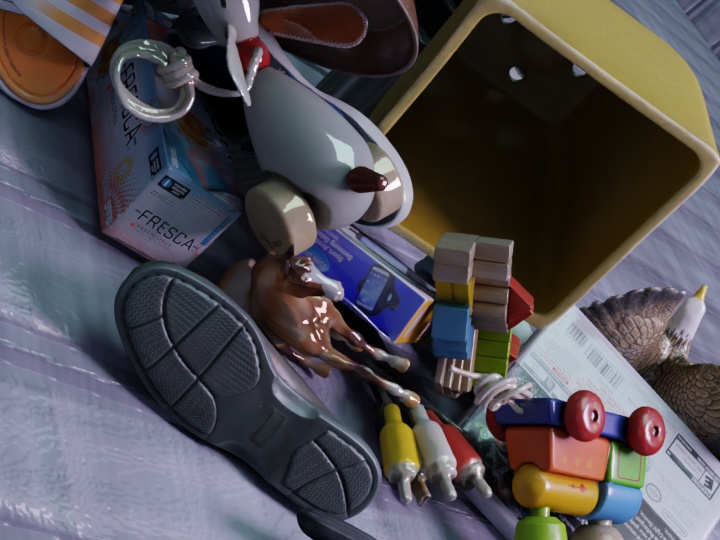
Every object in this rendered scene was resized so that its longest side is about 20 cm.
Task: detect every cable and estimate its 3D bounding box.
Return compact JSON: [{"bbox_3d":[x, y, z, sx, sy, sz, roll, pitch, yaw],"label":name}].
[{"bbox_3d":[0.031,0.080,0.967,0.097,0.050,0.201,6,47,-36],"label":"cable"}]

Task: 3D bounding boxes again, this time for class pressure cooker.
[{"bbox_3d":[0.076,-0.153,1.226,0.179,0.200,0.176,43,21,-11],"label":"pressure cooker"}]

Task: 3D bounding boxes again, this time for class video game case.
[{"bbox_3d":[0.171,0.148,1.041,0.200,0.023,0.182,47,54,-2],"label":"video game case"}]

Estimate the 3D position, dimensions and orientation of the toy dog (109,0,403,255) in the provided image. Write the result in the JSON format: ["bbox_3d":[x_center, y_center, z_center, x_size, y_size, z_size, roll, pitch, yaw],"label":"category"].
[{"bbox_3d":[-0.040,-0.101,0.840,0.200,0.096,0.132,46,63,-17],"label":"toy dog"}]

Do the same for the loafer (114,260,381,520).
[{"bbox_3d":[-0.070,0.069,0.826,0.200,0.072,0.063,47,3,-19],"label":"loafer"}]

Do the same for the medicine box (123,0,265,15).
[{"bbox_3d":[-0.136,-0.281,0.998,0.199,0.183,0.103,8,0,-24],"label":"medicine box"}]

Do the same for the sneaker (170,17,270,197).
[{"bbox_3d":[-0.068,-0.115,1.068,0.104,0.075,0.200,7,37,-53],"label":"sneaker"}]

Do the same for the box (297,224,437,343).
[{"bbox_3d":[0.000,0.000,0.965,0.119,0.042,0.200,38,2,9],"label":"box"}]

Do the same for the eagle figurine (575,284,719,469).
[{"bbox_3d":[0.244,0.076,1.151,0.200,0.151,0.152,-33,122,-77],"label":"eagle figurine"}]

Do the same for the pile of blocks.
[{"bbox_3d":[0.085,0.041,0.957,0.200,0.062,0.082,73,26,-65],"label":"pile of blocks"}]

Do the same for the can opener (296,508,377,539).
[{"bbox_3d":[0.033,0.199,0.808,0.200,0.078,0.064,31,67,-28],"label":"can opener"}]

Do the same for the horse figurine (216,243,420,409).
[{"bbox_3d":[-0.041,0.029,0.873,0.132,0.050,0.200,35,-8,-24],"label":"horse figurine"}]

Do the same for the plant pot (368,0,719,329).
[{"bbox_3d":[0.125,-0.121,1.028,0.194,0.196,0.200,34,36,-11],"label":"plant pot"}]

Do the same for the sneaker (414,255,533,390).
[{"bbox_3d":[0.095,0.073,1.106,0.082,0.074,0.201,-13,67,-17],"label":"sneaker"}]

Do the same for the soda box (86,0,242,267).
[{"bbox_3d":[-0.134,-0.093,0.938,0.063,0.068,0.200,32,27,-36],"label":"soda box"}]

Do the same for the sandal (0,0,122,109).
[{"bbox_3d":[-0.180,-0.205,0.895,0.079,0.208,0.059,24,-6,-22],"label":"sandal"}]

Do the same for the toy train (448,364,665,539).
[{"bbox_3d":[0.117,0.137,0.934,0.199,0.084,0.116,17,73,-42],"label":"toy train"}]

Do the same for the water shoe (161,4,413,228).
[{"bbox_3d":[-0.053,-0.090,0.932,0.200,0.071,0.079,43,37,-5],"label":"water shoe"}]

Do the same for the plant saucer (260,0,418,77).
[{"bbox_3d":[-0.045,-0.193,0.882,0.200,0.035,0.200,27,-15,7],"label":"plant saucer"}]
